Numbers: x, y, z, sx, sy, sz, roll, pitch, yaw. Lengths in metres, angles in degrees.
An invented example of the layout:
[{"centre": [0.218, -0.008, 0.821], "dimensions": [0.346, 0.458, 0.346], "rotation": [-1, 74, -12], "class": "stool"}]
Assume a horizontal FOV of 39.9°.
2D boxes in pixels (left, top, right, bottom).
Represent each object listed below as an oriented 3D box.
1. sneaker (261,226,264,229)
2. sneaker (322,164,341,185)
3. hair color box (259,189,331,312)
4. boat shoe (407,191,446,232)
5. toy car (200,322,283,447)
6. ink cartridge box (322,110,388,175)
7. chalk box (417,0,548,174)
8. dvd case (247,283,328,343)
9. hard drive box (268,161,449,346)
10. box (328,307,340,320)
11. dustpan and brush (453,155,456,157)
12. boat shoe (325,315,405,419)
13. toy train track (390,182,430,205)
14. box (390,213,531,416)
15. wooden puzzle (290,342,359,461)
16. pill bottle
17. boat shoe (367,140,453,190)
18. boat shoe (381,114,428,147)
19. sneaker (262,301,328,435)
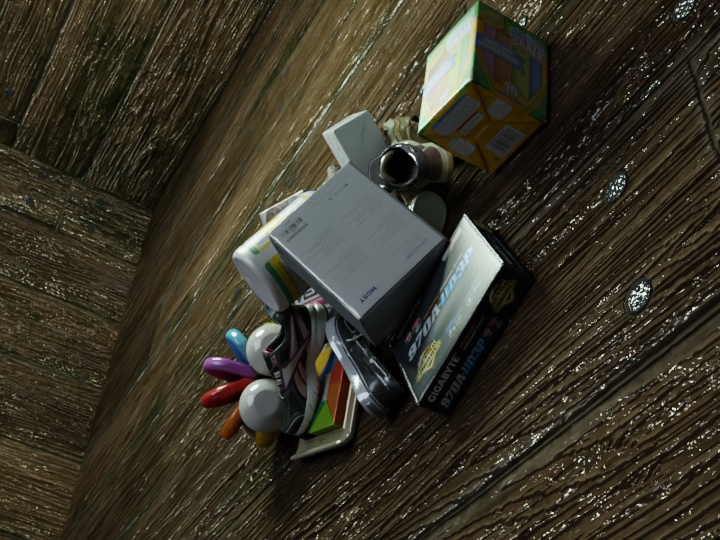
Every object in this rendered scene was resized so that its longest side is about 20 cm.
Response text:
[{"centre": [-0.109, -0.062, 1.769], "dimensions": [0.199, 0.071, 0.099], "rotation": [-27, -12, -29], "class": "sneaker"}, {"centre": [-0.027, -0.122, 1.642], "dimensions": [0.200, 0.070, 0.076], "rotation": [112, 139, -80], "class": "sneaker"}, {"centre": [-0.079, -0.016, 1.565], "dimensions": [0.099, 0.060, 0.202], "rotation": [-25, 79, 32], "class": "hair color box"}, {"centre": [0.062, -0.014, 1.380], "dimensions": [0.060, 0.072, 0.203], "rotation": [-28, 36, 62], "class": "boat shoe"}, {"centre": [-0.182, 0.180, 1.601], "dimensions": [0.175, 0.148, 0.202], "rotation": [111, 166, -71], "class": "toy car"}, {"centre": [-0.001, -0.191, 1.613], "dimensions": [0.067, 0.116, 0.200], "rotation": [-31, 9, -3], "class": "ink cartridge box"}, {"centre": [0.164, -0.256, 1.307], "dimensions": [0.124, 0.123, 0.202], "rotation": [-44, 29, 45], "class": "chalk box"}, {"centre": [-0.105, 0.037, 1.643], "dimensions": [0.201, 0.017, 0.143], "rotation": [53, 123, 23], "class": "dvd case"}, {"centre": [0.001, -0.025, 1.309], "dimensions": [0.156, 0.077, 0.200], "rotation": [-42, 56, -10], "class": "hard drive box"}, {"centre": [0.000, 0.000, 1.450], "dimensions": [0.202, 0.041, 0.039], "rotation": [-68, -9, 23], "class": "box"}, {"centre": [0.139, -0.202, 1.402], "dimensions": [0.140, 0.057, 0.201], "rotation": [-56, 24, 25], "class": "dustpan and brush"}, {"centre": [0.009, 0.114, 1.354], "dimensions": [0.068, 0.074, 0.200], "rotation": [-43, 31, 10], "class": "boat shoe"}, {"centre": [0.066, -0.117, 1.517], "dimensions": [0.114, 0.033, 0.200], "rotation": [-24, 14, -1], "class": "toy train track"}, {"centre": [0.116, 0.051, 1.198], "dimensions": [0.201, 0.046, 0.159], "rotation": [-61, 20, 16], "class": "box"}, {"centre": [-0.046, 0.179, 1.485], "dimensions": [0.185, 0.037, 0.202], "rotation": [-33, 38, 57], "class": "wooden puzzle"}, {"centre": [-0.079, -0.044, 1.447], "dimensions": [0.200, 0.113, 0.113], "rotation": [-42, 15, -16], "class": "pill bottle"}, {"centre": [0.056, -0.148, 1.401], "dimensions": [0.199, 0.064, 0.073], "rotation": [9, 101, 61], "class": "boat shoe"}, {"centre": [0.082, -0.206, 1.546], "dimensions": [0.076, 0.072, 0.201], "rotation": [-28, 27, 6], "class": "boat shoe"}, {"centre": [-0.108, 0.143, 1.482], "dimensions": [0.080, 0.085, 0.203], "rotation": [-161, 78, -71], "class": "sneaker"}]
